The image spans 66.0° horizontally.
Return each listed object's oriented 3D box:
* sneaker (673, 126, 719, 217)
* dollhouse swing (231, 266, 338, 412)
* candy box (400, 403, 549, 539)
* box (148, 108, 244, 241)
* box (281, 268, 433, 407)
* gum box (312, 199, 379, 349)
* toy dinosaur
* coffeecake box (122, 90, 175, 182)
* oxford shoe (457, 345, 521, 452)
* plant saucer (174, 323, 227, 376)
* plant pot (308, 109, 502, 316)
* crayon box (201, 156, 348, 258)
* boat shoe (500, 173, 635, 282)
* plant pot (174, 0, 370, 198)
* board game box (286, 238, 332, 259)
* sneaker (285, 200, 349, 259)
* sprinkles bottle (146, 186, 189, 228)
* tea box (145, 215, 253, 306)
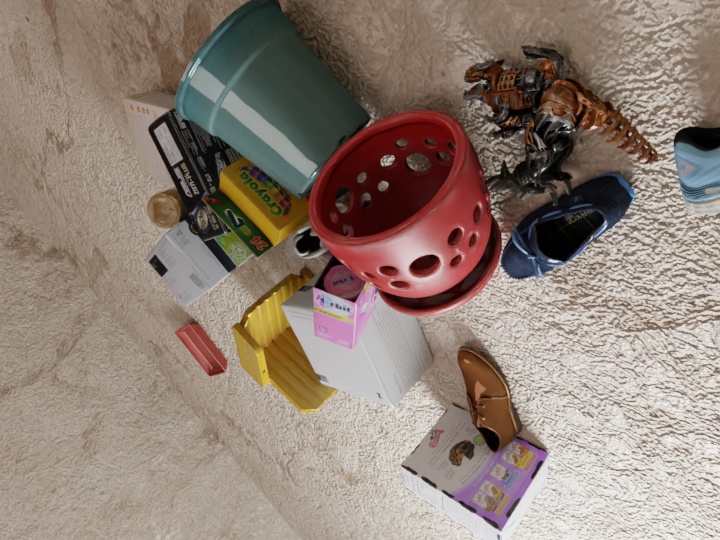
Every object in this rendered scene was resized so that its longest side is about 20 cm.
[{"bbox_3d":[0.336,-0.106,0.424,0.200,0.078,0.090,-18,106,55],"label":"sneaker"},{"bbox_3d":[-0.111,0.142,1.091,0.175,0.200,0.182,32,143,26],"label":"dollhouse swing"},{"bbox_3d":[0.198,0.349,0.965,0.199,0.168,0.072,22,137,36],"label":"candy box"},{"bbox_3d":[-0.219,-0.175,0.908,0.086,0.163,0.201,-9,110,48],"label":"box"},{"bbox_3d":[-0.005,0.114,1.002,0.198,0.131,0.201,5,128,47],"label":"box"},{"bbox_3d":[0.000,0.000,0.825,0.066,0.201,0.114,18,141,12],"label":"gum box"},{"bbox_3d":[0.186,-0.145,0.555,0.200,0.102,0.137,48,137,45],"label":"toy dinosaur"},{"bbox_3d":[-0.366,-0.258,1.088,0.199,0.073,0.154,23,130,36],"label":"coffeecake box"},{"bbox_3d":[0.205,0.215,0.913,0.071,0.071,0.201,-5,118,53],"label":"oxford shoe"},{"bbox_3d":[-0.530,0.262,1.864,0.200,0.037,0.199,53,147,-8],"label":"plant saucer"},{"bbox_3d":[0.066,-0.061,0.668,0.200,0.201,0.183,14,157,42],"label":"plant pot"},{"bbox_3d":[-0.117,-0.125,0.826,0.127,0.200,0.051,44,150,6],"label":"crayon box"},{"bbox_3d":[0.216,-0.042,0.637,0.084,0.069,0.200,43,147,9],"label":"boat shoe"},{"bbox_3d":[-0.104,-0.216,0.745,0.196,0.200,0.200,41,148,-4],"label":"plant pot"},{"bbox_3d":[-0.075,-0.080,0.986,0.199,0.032,0.121,24,136,34],"label":"board game box"},{"bbox_3d":[-0.090,-0.053,0.920,0.076,0.092,0.200,55,147,-6],"label":"sneaker"},{"bbox_3d":[-0.354,-0.137,1.108,0.068,0.200,0.069,1,108,4],"label":"sprinkles bottle"},{"bbox_3d":[-0.298,-0.052,1.116,0.134,0.197,0.200,51,149,-11],"label":"tea box"}]
